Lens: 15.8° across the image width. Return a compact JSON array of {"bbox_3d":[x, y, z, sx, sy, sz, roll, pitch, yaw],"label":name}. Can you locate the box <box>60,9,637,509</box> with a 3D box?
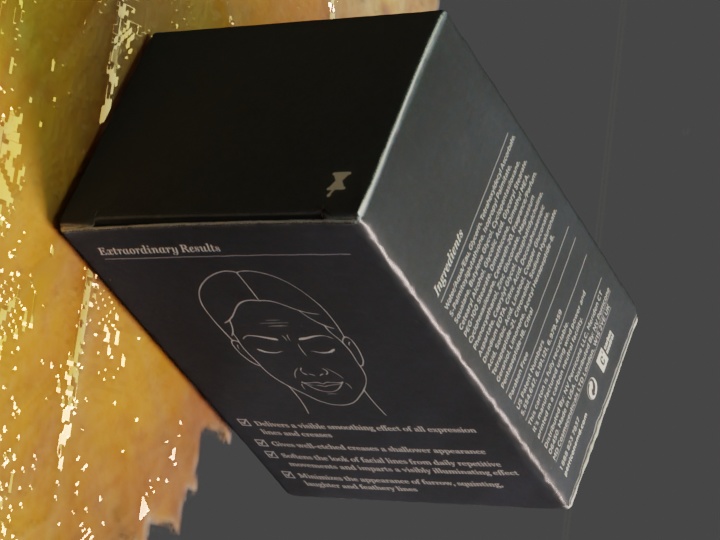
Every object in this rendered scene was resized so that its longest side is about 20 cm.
[{"bbox_3d":[0.000,0.000,1.070,0.200,0.148,0.107,53,48,-42],"label":"box"}]
